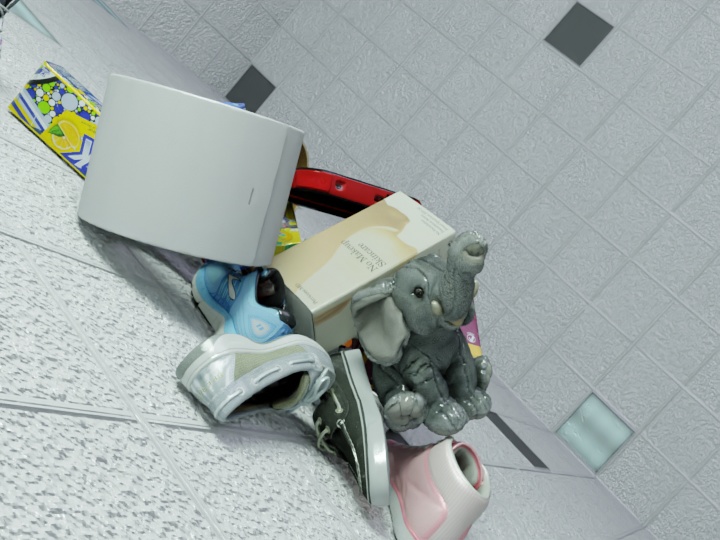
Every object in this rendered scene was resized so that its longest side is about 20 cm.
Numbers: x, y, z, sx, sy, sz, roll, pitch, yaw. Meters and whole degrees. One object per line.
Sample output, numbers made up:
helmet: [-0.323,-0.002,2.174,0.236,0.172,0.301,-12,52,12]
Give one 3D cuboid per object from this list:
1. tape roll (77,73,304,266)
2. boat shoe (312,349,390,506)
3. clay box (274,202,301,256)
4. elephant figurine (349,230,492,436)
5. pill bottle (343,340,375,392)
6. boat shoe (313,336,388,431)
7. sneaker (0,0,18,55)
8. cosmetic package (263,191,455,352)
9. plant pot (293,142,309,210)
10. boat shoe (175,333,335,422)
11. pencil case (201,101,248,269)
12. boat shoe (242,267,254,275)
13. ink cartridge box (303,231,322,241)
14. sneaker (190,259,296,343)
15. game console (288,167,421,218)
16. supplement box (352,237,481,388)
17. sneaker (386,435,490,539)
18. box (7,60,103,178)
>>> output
tape roll: [-0.167,-0.097,0.837,0.199,0.141,0.203,16,6,-2]
boat shoe: [-0.013,0.152,0.812,0.201,0.062,0.072,-111,-166,-60]
clay box: [-0.097,-0.002,1.050,0.047,0.117,0.200,-4,20,-6]
elephant figurine: [0.063,0.043,0.816,0.142,0.152,0.203,-53,137,-64]
pill bottle: [0.017,0.104,1.114,0.200,0.114,0.114,44,6,15]
boat shoe: [-0.035,0.098,0.931,0.202,0.086,0.075,45,6,13]
sneaker: [-0.395,-0.273,0.876,0.200,0.140,0.078,46,7,34]
cosmetic package: [0.000,0.000,0.924,0.105,0.198,0.072,38,-35,37]
plant pot: [-0.211,-0.166,1.311,0.199,0.188,0.186,30,-1,31]
boat shoe: [-0.078,0.100,0.731,0.065,0.074,0.201,51,12,23]
pencil case: [-0.163,-0.100,1.001,0.087,0.077,0.203,-96,-178,-68]
boat shoe: [-0.185,-0.064,1.098,0.201,0.071,0.076,53,7,7]
ink cartridge box: [-0.008,0.005,1.278,0.200,0.082,0.149,-179,-110,-72]
sneaker: [-0.111,0.033,0.867,0.078,0.090,0.200,38,7,-36]
game console: [-0.037,-0.098,1.100,0.198,0.032,0.176,14,-3,-38]
supplement box: [0.064,0.047,1.032,0.129,0.104,0.202,15,42,-16]
sneaker: [0.073,0.203,0.837,0.075,0.105,0.200,38,6,-16]
box: [-0.295,-0.141,0.959,0.200,0.070,0.064,43,6,-4]
